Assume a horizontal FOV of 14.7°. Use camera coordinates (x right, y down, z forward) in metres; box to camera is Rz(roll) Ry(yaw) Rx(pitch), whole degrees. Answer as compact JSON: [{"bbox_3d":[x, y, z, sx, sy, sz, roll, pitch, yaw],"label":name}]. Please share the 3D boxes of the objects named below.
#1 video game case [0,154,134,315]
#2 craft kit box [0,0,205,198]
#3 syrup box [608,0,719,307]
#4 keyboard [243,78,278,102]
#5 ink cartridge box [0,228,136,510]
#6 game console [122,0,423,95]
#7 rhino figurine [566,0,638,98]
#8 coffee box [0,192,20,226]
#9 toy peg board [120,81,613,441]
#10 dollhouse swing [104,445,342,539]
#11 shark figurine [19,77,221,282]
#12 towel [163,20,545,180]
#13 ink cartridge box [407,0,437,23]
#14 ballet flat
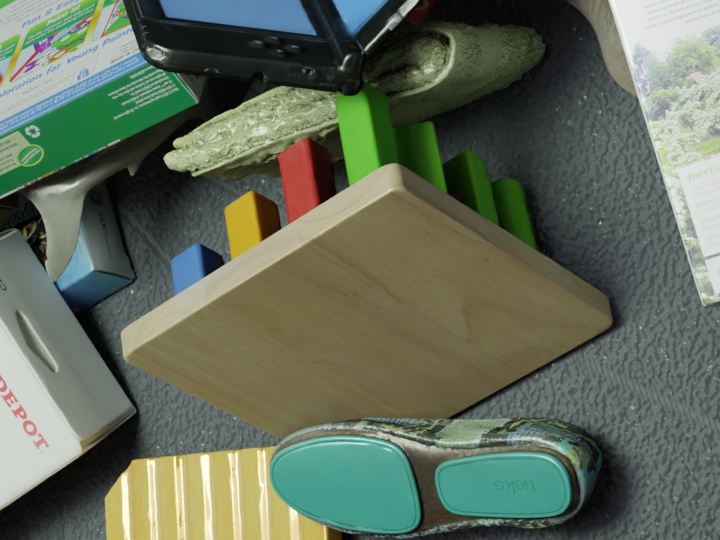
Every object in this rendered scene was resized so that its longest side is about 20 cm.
[{"bbox_3d":[-0.255,-0.034,1.834,0.199,0.045,0.182,-30,67,28],"label":"video game case"},{"bbox_3d":[-0.170,-0.136,1.686,0.199,0.049,0.198,-23,36,26],"label":"craft kit box"},{"bbox_3d":[0.190,-0.087,1.463,0.078,0.081,0.201,-18,86,12],"label":"syrup box"},{"bbox_3d":[-0.009,-0.177,1.705,0.056,0.011,0.201,36,102,34],"label":"keyboard"},{"bbox_3d":[-0.262,0.088,1.761,0.200,0.083,0.146,-33,92,27],"label":"ink cartridge box"},{"bbox_3d":[-0.038,-0.187,1.533,0.200,0.175,0.117,-114,33,-62],"label":"game console"},{"bbox_3d":[0.166,-0.144,1.544,0.087,0.060,0.201,-38,69,19],"label":"rhino figurine"},{"bbox_3d":[-0.316,-0.038,1.786,0.200,0.079,0.115,-37,62,36],"label":"coffee box"},{"bbox_3d":[0.000,0.000,1.562,0.199,0.200,0.098,-31,50,28],"label":"toy peg board"},{"bbox_3d":[-0.113,0.210,1.620,0.199,0.181,0.177,-7,98,35],"label":"dollhouse swing"},{"bbox_3d":[-0.121,-0.092,1.714,0.128,0.090,0.215,-7,43,35],"label":"shark figurine"},{"bbox_3d":[-0.001,-0.094,1.602,0.199,0.148,0.037,-23,84,27],"label":"towel"},{"bbox_3d":[0.018,-0.210,1.653,0.200,0.050,0.109,-48,52,22],"label":"ink cartridge box"},{"bbox_3d":[0.046,0.112,1.577,0.199,0.074,0.075,2,83,28],"label":"ballet flat"}]
